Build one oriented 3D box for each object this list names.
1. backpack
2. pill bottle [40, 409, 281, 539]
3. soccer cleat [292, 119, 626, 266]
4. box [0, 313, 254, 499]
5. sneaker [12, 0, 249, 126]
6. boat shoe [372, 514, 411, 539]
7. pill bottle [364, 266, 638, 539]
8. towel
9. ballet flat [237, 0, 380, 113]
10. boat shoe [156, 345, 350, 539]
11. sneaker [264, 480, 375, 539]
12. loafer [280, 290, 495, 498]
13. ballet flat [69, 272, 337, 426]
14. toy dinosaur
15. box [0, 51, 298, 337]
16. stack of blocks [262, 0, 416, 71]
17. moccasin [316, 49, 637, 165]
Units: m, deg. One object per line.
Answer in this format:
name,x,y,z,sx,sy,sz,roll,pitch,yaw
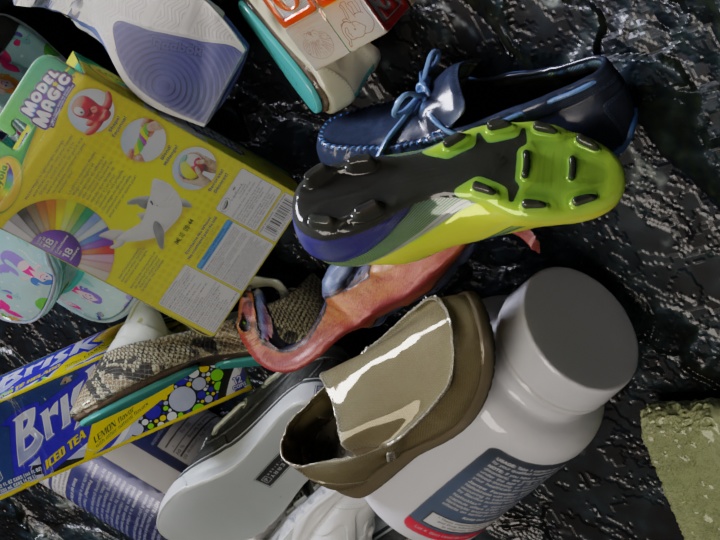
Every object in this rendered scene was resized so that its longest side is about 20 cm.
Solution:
backpack,-0.216,-0.053,1.532,0.199,0.151,0.178,33,146,-5
pill bottle,-0.142,0.151,1.663,0.199,0.111,0.111,30,135,10
soccer cleat,0.058,-0.042,1.326,0.199,0.065,0.084,-7,156,9
box,-0.182,0.086,1.580,0.064,0.199,0.070,-140,27,-73
sneaker,-0.154,-0.185,1.415,0.199,0.115,0.081,33,112,-7
boat shoe,0.010,0.205,1.634,0.071,0.072,0.200,48,133,-3
pill bottle,0.089,0.087,1.459,0.120,0.120,0.200,42,135,-3
towel,0.273,0.161,1.457,0.148,0.037,0.201,-10,118,38
ballet flat,-0.062,-0.185,1.384,0.200,0.069,0.069,49,135,4
boat shoe,-0.069,0.125,1.552,0.071,0.064,0.200,32,127,-25
sneaker,-0.019,0.201,1.574,0.099,0.078,0.200,34,109,-11
loafer,0.015,0.083,1.400,0.200,0.067,0.076,-52,47,41
ballet flat,-0.112,0.045,1.528,0.068,0.199,0.076,140,113,-72
toy dinosaur,0.000,0.000,1.423,0.105,0.200,0.182,41,92,-16
box,-0.149,-0.052,1.423,0.199,0.048,0.118,29,103,-28
stack of blocks,0.007,-0.213,1.220,0.058,0.200,0.115,-24,110,42
moccasin,0.066,-0.101,1.355,0.199,0.081,0.068,-9,130,14
